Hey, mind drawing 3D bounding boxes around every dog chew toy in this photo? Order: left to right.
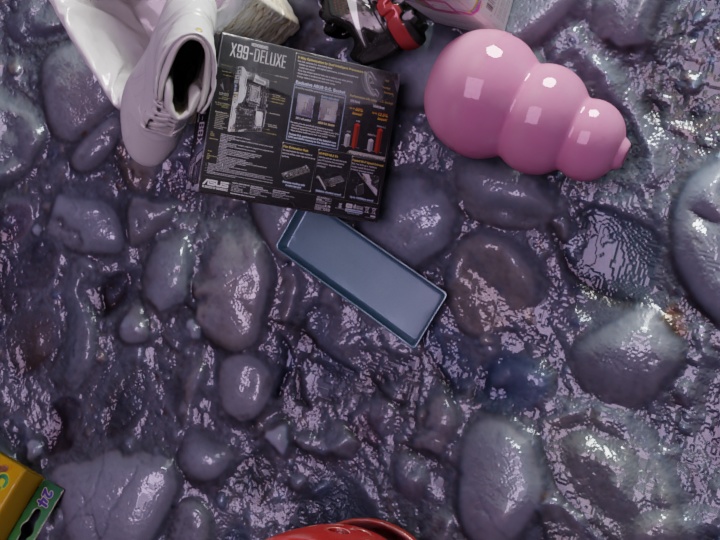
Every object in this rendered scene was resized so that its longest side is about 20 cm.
[{"bbox_3d":[0.163,-0.150,1.024,0.199,0.124,0.125,26,98,15],"label":"dog chew toy"}]

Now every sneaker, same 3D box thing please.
[{"bbox_3d":[-0.191,-0.165,1.039,0.116,0.073,0.201,-101,30,-51],"label":"sneaker"},{"bbox_3d":[-0.013,-0.303,1.129,0.098,0.071,0.201,-32,77,17],"label":"sneaker"}]

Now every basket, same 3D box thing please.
[{"bbox_3d":[-0.202,-0.294,1.165,0.198,0.161,0.201,-38,73,18],"label":"basket"}]

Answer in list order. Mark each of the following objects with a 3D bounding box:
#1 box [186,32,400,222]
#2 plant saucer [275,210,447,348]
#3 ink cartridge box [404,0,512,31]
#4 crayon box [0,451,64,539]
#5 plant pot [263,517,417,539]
[{"bbox_3d":[-0.067,-0.142,1.091,0.050,0.199,0.159,-167,85,-67],"label":"box"},{"bbox_3d":[0.000,0.000,1.143,0.199,0.019,0.070,35,102,20],"label":"plant saucer"},{"bbox_3d":[0.090,-0.323,1.014,0.084,0.200,0.146,17,95,23],"label":"ink cartridge box"},{"bbox_3d":[-0.479,0.275,1.304,0.199,0.052,0.126,22,74,22],"label":"crayon box"},{"bbox_3d":[-0.023,0.346,1.050,0.199,0.182,0.202,-1,88,23],"label":"plant pot"}]
